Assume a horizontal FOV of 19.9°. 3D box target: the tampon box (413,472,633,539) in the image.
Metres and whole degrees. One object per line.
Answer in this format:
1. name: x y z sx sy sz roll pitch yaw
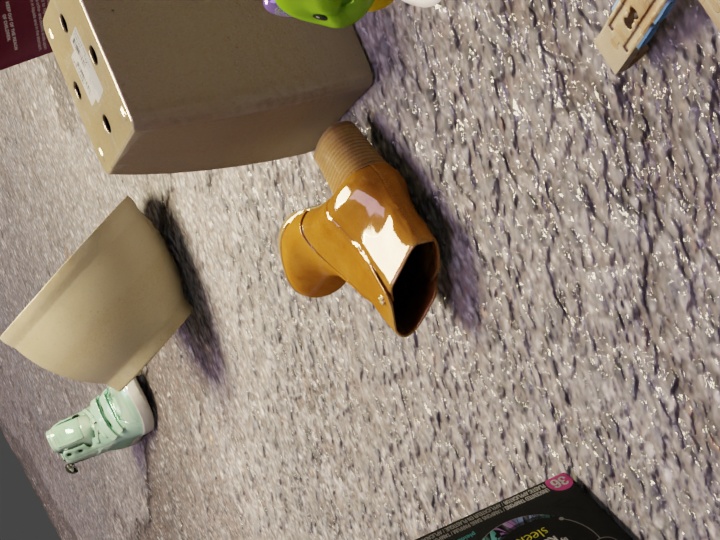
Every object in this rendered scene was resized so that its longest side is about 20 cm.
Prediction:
1. tampon box: 0.131 0.260 1.358 0.200 0.149 0.127 44 149 50

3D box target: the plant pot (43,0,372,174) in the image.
1. plant pot: -0.131 -0.177 1.566 0.200 0.176 0.200 67 161 6

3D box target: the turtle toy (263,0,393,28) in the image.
1. turtle toy: -0.041 -0.215 1.266 0.200 0.101 0.146 42 156 48

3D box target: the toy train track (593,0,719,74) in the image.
1. toy train track: 0.161 -0.153 1.047 0.115 0.032 0.200 58 164 10

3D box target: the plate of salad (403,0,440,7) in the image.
1. plate of salad: 0.009 -0.262 1.306 0.200 0.048 0.200 53 163 23

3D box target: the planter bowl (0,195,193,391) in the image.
1. planter bowl: -0.261 0.040 2.147 0.135 0.200 0.200 42 161 -6

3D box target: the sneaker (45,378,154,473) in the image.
1. sneaker: -0.324 0.191 2.531 0.074 0.118 0.201 64 159 16

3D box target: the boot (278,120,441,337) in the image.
1. boot: 0.001 0.000 1.552 0.144 0.071 0.202 60 154 31

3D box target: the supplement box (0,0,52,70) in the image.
1. supplement box: -0.270 -0.261 1.808 0.110 0.199 0.086 50 154 41
